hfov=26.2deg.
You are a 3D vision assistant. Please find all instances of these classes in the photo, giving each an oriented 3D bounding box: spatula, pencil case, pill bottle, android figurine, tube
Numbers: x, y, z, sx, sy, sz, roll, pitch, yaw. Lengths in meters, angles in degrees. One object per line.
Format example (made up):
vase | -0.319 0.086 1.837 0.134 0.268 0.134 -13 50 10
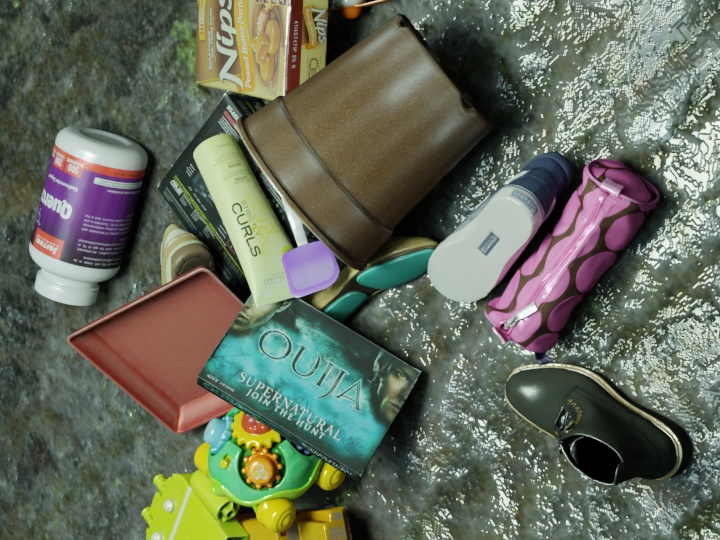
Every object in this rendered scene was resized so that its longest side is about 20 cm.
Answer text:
spatula | -0.073 -0.063 1.647 0.056 0.021 0.201 -18 67 -2
pencil case | 0.202 -0.012 1.496 0.091 0.093 0.201 43 113 27
pill bottle | -0.331 -0.065 1.860 0.112 0.112 0.201 25 105 32
android figurine | -0.187 0.308 1.731 0.200 0.041 0.183 44 120 42
tube | -0.117 -0.054 1.665 0.058 0.052 0.201 -30 69 8

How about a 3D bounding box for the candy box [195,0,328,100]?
candy box | -0.110 -0.251 1.691 0.200 0.055 0.116 19 109 53

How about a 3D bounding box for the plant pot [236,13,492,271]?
plant pot | 0.014 -0.138 1.561 0.198 0.200 0.201 -39 69 9

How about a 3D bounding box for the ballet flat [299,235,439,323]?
ballet flat | 0.000 0.000 1.659 0.200 0.068 0.063 -33 59 30

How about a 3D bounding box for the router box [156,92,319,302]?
router box | -0.122 -0.077 1.742 0.150 0.062 0.200 -49 65 26

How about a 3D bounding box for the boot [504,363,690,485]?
boot | 0.199 0.143 1.475 0.199 0.138 0.078 19 102 34

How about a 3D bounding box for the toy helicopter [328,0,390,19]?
toy helicopter | -0.040 -0.315 1.685 0.200 0.079 0.133 -37 77 42

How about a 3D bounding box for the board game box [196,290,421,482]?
board game box | -0.053 0.112 1.625 0.199 0.028 0.136 30 66 4

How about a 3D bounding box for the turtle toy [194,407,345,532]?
turtle toy | -0.085 0.176 1.667 0.145 0.200 0.102 33 147 35

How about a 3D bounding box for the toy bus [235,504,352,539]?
toy bus | -0.094 0.300 1.712 0.199 0.078 0.066 -14 83 50

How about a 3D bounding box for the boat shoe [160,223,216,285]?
boat shoe | -0.197 0.033 1.771 0.076 0.071 0.201 51 146 41

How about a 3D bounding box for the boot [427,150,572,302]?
boot | 0.144 -0.041 1.558 0.073 0.090 0.200 46 145 0

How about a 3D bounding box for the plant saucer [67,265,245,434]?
plant saucer | -0.188 0.083 1.726 0.199 0.200 0.037 -26 39 23
